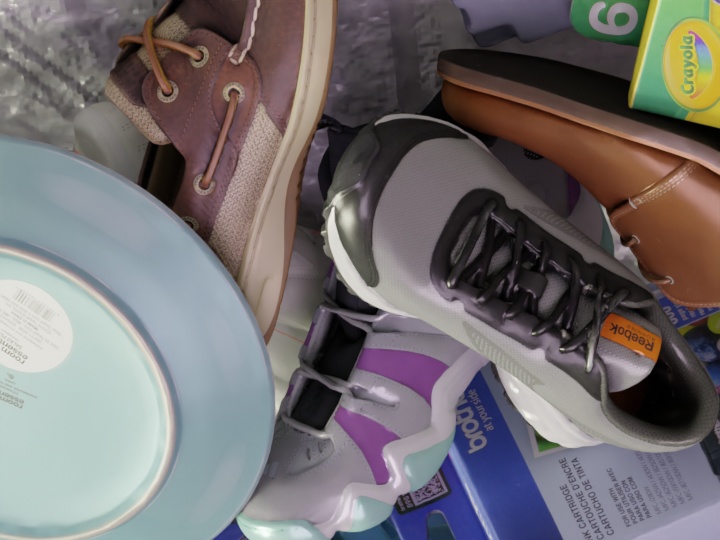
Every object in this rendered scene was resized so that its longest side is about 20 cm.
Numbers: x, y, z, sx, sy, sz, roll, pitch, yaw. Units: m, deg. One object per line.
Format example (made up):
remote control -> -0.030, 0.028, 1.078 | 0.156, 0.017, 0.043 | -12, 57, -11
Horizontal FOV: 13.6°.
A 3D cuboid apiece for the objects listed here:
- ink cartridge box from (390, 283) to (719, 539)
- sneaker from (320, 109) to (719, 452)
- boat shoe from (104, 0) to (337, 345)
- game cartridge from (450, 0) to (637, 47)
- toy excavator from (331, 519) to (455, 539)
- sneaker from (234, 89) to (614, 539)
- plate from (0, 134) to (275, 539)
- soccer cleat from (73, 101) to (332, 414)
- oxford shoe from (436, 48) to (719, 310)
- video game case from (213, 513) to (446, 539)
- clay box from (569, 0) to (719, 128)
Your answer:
ink cartridge box -> 0.107, 0.069, 1.211 | 0.199, 0.120, 0.042 | -25, 137, 0
sneaker -> 0.064, 0.005, 1.112 | 0.200, 0.079, 0.074 | 37, 76, -38
boat shoe -> -0.057, -0.064, 1.102 | 0.072, 0.072, 0.201 | 3, 113, -20
game cartridge -> 0.065, -0.175, 1.069 | 0.133, 0.041, 0.200 | -17, 133, 16
toy excavator -> 0.070, 0.165, 1.268 | 0.199, 0.195, 0.100 | -28, 167, -15
sneaker -> 0.000, 0.000, 1.159 | 0.078, 0.200, 0.140 | 13, 143, 48
plate -> -0.130, 0.041, 1.124 | 0.199, 0.026, 0.201 | 9, 124, 13
soccer cleat -> -0.045, -0.003, 1.208 | 0.077, 0.069, 0.200 | -39, 123, -7
oxford shoe -> 0.113, -0.026, 1.120 | 0.199, 0.071, 0.072 | 24, 108, 7
video game case -> -0.015, 0.186, 1.392 | 0.199, 0.046, 0.182 | -10, 133, 5
clay box -> 0.178, -0.098, 1.066 | 0.199, 0.048, 0.115 | 12, 128, 2
